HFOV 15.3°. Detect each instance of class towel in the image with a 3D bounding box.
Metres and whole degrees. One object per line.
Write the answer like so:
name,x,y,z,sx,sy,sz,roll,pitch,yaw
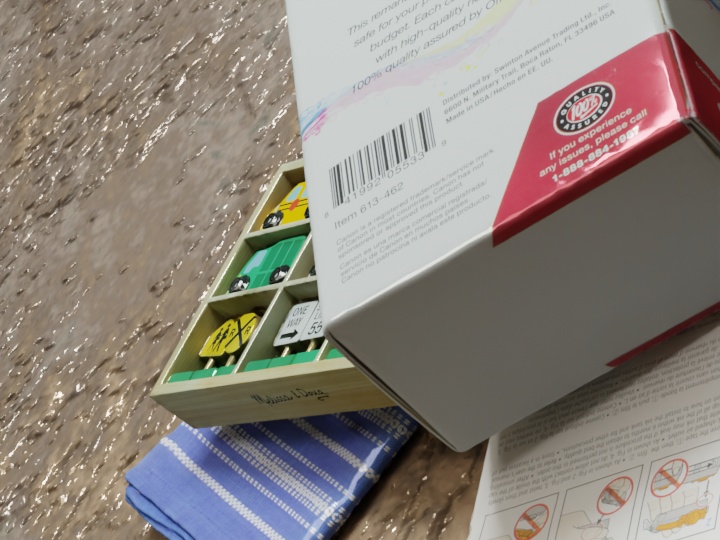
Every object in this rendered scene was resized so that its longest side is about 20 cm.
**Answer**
towel,-0.011,0.039,1.112,0.200,0.024,0.145,-52,29,-4

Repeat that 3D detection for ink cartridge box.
ink cartridge box,0.058,-0.060,0.940,0.146,0.083,0.200,-31,39,21
ink cartridge box,0.112,0.052,0.898,0.161,0.050,0.200,-24,41,40

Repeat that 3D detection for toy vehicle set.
toy vehicle set,0.000,0.000,1.073,0.200,0.027,0.124,-12,45,57
